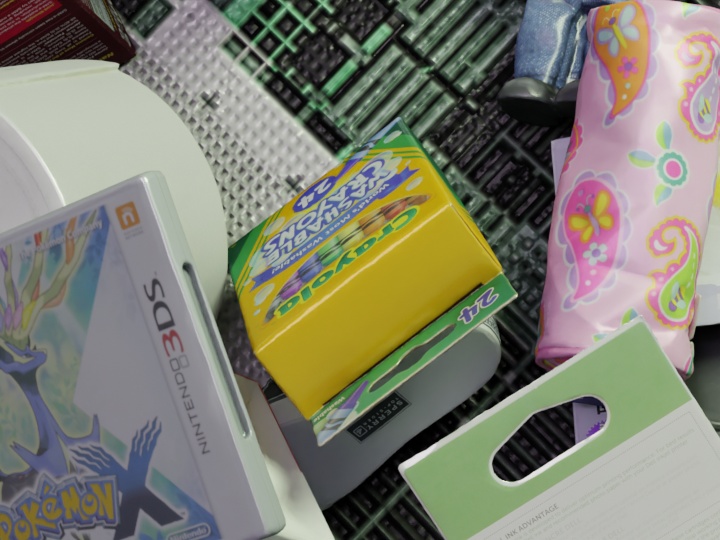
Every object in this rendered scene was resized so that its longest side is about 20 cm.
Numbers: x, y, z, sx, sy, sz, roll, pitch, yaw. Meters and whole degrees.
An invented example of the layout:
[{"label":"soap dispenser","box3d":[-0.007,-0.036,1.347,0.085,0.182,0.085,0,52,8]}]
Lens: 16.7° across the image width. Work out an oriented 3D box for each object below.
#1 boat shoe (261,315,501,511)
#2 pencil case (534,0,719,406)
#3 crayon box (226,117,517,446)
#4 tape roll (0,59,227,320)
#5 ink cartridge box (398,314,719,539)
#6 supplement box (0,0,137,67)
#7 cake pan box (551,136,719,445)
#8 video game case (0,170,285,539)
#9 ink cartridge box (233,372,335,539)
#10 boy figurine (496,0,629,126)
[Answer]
[{"label":"boat shoe","box3d":[-0.013,0.066,1.317,0.200,0.072,0.068,-37,31,19]},{"label":"pencil case","box3d":[0.141,-0.035,1.235,0.087,0.087,0.202,5,76,19]},{"label":"crayon box","box3d":[0.000,0.000,1.268,0.125,0.200,0.052,-37,110,4]},{"label":"tape roll","box3d":[-0.190,-0.008,1.315,0.201,0.139,0.204,6,102,30]},{"label":"ink cartridge box","box3d":[0.129,0.136,1.204,0.145,0.048,0.201,-32,98,7]},{"label":"supplement box","box3d":[-0.218,-0.152,1.373,0.108,0.200,0.061,-29,66,7]},{"label":"cake pan box","box3d":[0.197,0.016,1.270,0.183,0.052,0.202,-8,72,18]},{"label":"video game case","box3d":[-0.148,0.068,1.210,0.199,0.022,0.184,-20,89,31]},{"label":"ink cartridge box","box3d":[-0.119,0.154,1.265,0.200,0.067,0.117,-41,54,19]},{"label":"boy figurine","box3d":[0.132,-0.178,1.343,0.123,0.064,0.202,8,80,23]}]
